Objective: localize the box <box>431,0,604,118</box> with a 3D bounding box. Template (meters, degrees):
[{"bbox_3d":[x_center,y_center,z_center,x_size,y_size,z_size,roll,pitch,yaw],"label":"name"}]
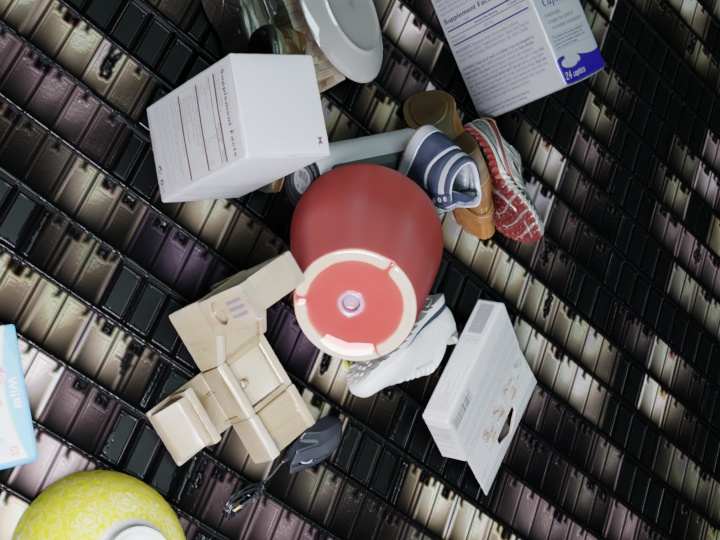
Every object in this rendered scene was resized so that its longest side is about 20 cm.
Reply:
[{"bbox_3d":[0.224,-0.344,1.685,0.104,0.183,0.203,-28,98,-37],"label":"box"}]

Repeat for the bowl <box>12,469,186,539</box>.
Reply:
[{"bbox_3d":[-0.250,0.305,1.209,0.198,0.107,0.204,11,73,-37],"label":"bowl"}]

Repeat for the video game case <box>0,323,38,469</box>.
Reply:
[{"bbox_3d":[-0.426,0.139,1.164,0.198,0.018,0.146,-9,84,-40],"label":"video game case"}]

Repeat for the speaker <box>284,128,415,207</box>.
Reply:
[{"bbox_3d":[-0.001,-0.132,1.526,0.198,0.081,0.083,-15,89,-40],"label":"speaker"}]

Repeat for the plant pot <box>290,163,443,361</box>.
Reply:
[{"bbox_3d":[0.000,0.000,1.382,0.201,0.199,0.178,50,21,-18],"label":"plant pot"}]

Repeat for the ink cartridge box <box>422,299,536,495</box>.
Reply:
[{"bbox_3d":[0.167,0.174,1.611,0.201,0.044,0.177,-60,140,-31],"label":"ink cartridge box"}]

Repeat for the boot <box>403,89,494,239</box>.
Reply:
[{"bbox_3d":[0.129,-0.148,1.625,0.076,0.200,0.157,-29,133,-9],"label":"boot"}]

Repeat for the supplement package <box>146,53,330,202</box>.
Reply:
[{"bbox_3d":[-0.143,-0.160,1.341,0.116,0.199,0.120,-6,83,-39],"label":"supplement package"}]

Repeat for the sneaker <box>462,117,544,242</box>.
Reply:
[{"bbox_3d":[0.213,-0.132,1.696,0.082,0.077,0.202,-40,105,-38],"label":"sneaker"}]

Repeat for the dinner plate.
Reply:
[{"bbox_3d":[-0.020,-0.347,1.553,0.200,0.024,0.203,38,43,-46],"label":"dinner plate"}]

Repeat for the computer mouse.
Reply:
[{"bbox_3d":[-0.086,0.236,1.385,0.034,0.059,0.199,41,51,17],"label":"computer mouse"}]

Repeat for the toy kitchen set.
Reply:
[{"bbox_3d":[-0.129,0.122,1.299,0.163,0.179,0.202,-36,99,-36],"label":"toy kitchen set"}]

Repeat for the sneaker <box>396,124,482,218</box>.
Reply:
[{"bbox_3d":[0.087,-0.073,1.509,0.069,0.108,0.203,-4,120,-44],"label":"sneaker"}]

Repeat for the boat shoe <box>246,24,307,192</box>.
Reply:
[{"bbox_3d":[-0.095,-0.195,1.427,0.073,0.075,0.203,-11,118,-38],"label":"boat shoe"}]

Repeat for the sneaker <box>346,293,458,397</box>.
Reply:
[{"bbox_3d":[0.062,0.111,1.527,0.199,0.076,0.081,-40,114,-36],"label":"sneaker"}]

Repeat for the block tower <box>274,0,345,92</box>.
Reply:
[{"bbox_3d":[-0.089,-0.328,1.518,0.057,0.054,0.203,-26,96,-38],"label":"block tower"}]

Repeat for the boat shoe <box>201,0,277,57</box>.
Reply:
[{"bbox_3d":[-0.145,-0.323,1.469,0.073,0.074,0.204,-24,103,-49],"label":"boat shoe"}]
